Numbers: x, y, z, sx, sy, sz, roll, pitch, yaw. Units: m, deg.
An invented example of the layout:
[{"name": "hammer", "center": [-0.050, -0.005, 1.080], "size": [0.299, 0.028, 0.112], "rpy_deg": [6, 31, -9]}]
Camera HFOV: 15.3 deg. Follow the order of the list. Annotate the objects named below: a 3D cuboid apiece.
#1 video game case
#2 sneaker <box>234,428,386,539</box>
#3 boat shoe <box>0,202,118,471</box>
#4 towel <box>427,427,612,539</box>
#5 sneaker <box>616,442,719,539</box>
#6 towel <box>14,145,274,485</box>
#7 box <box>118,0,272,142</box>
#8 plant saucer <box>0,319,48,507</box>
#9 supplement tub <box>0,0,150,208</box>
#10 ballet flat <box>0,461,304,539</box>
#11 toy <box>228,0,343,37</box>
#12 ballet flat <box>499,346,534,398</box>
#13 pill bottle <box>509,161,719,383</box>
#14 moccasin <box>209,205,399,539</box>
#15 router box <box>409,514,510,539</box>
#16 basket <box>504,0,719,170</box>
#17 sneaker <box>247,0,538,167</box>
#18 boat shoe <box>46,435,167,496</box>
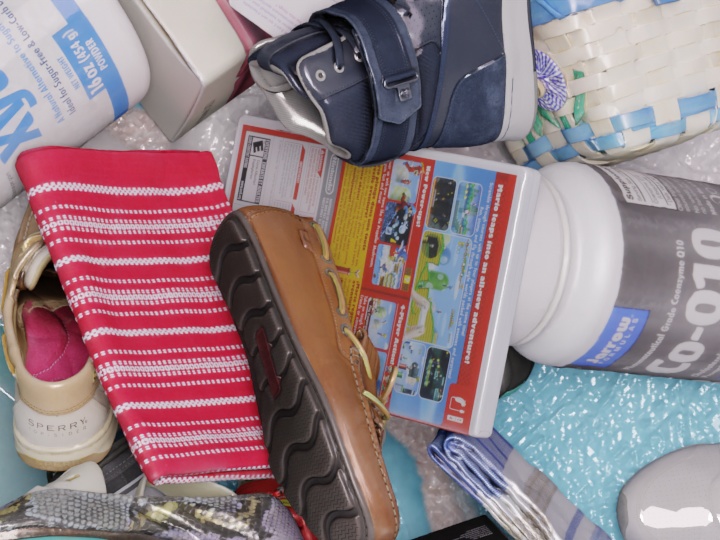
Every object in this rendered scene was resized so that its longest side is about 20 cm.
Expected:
[{"name": "video game case", "center": [0.000, 0.000, 1.450], "size": [0.017, 0.199, 0.144], "rpy_deg": [8, 94, -52]}, {"name": "sneaker", "center": [-0.036, 0.131, 1.465], "size": [0.077, 0.085, 0.201], "rpy_deg": [28, 73, -6]}, {"name": "boat shoe", "center": [-0.155, 0.013, 1.434], "size": [0.073, 0.069, 0.201], "rpy_deg": [-3, 45, -4]}, {"name": "towel", "center": [0.120, 0.149, 1.468], "size": [0.200, 0.147, 0.024], "rpy_deg": [44, 99, 2]}, {"name": "sneaker", "center": [0.245, 0.128, 1.531], "size": [0.199, 0.080, 0.071], "rpy_deg": [-3, 79, -11]}, {"name": "towel", "center": [-0.095, 0.020, 1.417], "size": [0.144, 0.022, 0.201], "rpy_deg": [1, 57, -47]}, {"name": "box", "center": [-0.053, -0.182, 1.513], "size": [0.200, 0.128, 0.109], "rpy_deg": [-37, 88, -17]}, {"name": "plant saucer", "center": [-0.239, 0.118, 1.449], "size": [0.199, 0.036, 0.201], "rpy_deg": [3, 76, -14]}, {"name": "supplement tub", "center": [-0.226, -0.091, 1.448], "size": [0.200, 0.132, 0.132], "rpy_deg": [-40, 87, -14]}, {"name": "ballet flat", "center": [-0.121, 0.132, 1.359], "size": [0.199, 0.072, 0.072], "rpy_deg": [7, 75, -25]}, {"name": "toy", "center": [0.021, -0.195, 1.437], "size": [0.115, 0.047, 0.200], "rpy_deg": [34, 86, -21]}, {"name": "ballet flat", "center": [0.013, 0.006, 1.507], "size": [0.200, 0.068, 0.068], "rpy_deg": [33, 32, -3]}, {"name": "pill bottle", "center": [0.143, 0.000, 1.490], "size": [0.199, 0.114, 0.114], "rpy_deg": [6, 75, -31]}, {"name": "moccasin", "center": [-0.017, 0.056, 1.394], "size": [0.077, 0.074, 0.202], "rpy_deg": [0, 49, -31]}, {"name": "router box", "center": [-0.002, 0.237, 1.426], "size": [0.199, 0.052, 0.158], "rpy_deg": [-18, 114, -15]}, {"name": "basket", "center": [0.127, -0.160, 1.523], "size": [0.139, 0.176, 0.201], "rpy_deg": [-13, 87, -26]}, {"name": "sneaker", "center": [0.012, -0.153, 1.372], "size": [0.146, 0.077, 0.203], "rpy_deg": [-12, 105, -22]}, {"name": "boat shoe", "center": [-0.134, 0.112, 1.427], "size": [0.200, 0.069, 0.057], "rpy_deg": [-35, 84, -25]}]
